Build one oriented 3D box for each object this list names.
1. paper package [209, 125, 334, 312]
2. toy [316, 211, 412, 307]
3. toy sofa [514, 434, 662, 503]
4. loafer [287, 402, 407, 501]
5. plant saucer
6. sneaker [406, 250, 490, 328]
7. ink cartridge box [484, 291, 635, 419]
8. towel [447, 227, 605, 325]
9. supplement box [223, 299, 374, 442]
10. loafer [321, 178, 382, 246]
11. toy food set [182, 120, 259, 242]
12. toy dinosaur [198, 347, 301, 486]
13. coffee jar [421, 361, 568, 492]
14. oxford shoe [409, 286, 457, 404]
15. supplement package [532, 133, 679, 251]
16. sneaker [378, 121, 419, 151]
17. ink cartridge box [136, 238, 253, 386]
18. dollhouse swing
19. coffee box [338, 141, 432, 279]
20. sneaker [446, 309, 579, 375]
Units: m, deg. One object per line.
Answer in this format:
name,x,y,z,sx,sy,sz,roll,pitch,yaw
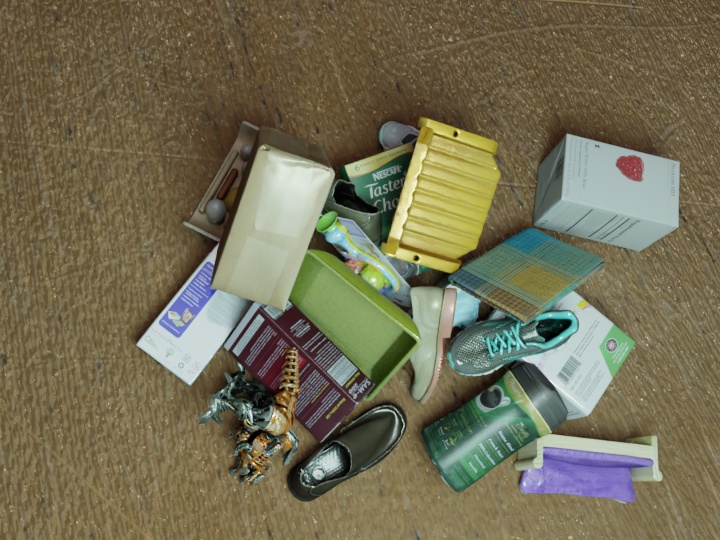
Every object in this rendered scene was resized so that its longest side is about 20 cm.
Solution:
paper package,-0.119,-0.077,0.948,0.102,0.191,0.202,18,106,-13
toy,0.000,0.000,1.012,0.047,0.115,0.200,-50,125,-19
toy sofa,0.336,0.288,1.048,0.198,0.083,0.099,8,71,-7
loafer,-0.011,0.260,1.005,0.199,0.071,0.073,-35,81,-17
plant saucer,-0.020,0.072,1.008,0.199,0.200,0.048,39,50,4
sneaker,0.160,0.047,1.108,0.199,0.074,0.082,-38,99,-14
ink cartridge box,0.296,0.108,1.095,0.200,0.084,0.145,40,72,4
towel,0.246,0.003,1.044,0.199,0.022,0.146,-29,43,-33
supplement box,-0.089,0.134,1.006,0.200,0.109,0.061,44,36,5
loafer,-0.038,-0.115,1.054,0.199,0.070,0.075,38,42,18
toy food set,-0.167,-0.121,1.102,0.142,0.060,0.201,26,71,0
toy dinosaur,-0.137,0.197,0.980,0.135,0.102,0.201,27,82,2
coffee jar,0.190,0.218,1.001,0.199,0.104,0.086,-35,110,6
oxford shoe,0.089,0.106,1.027,0.073,0.202,0.071,11,28,5
supplement package,0.404,-0.126,1.167,0.198,0.120,0.123,12,70,-6
sneaker,0.122,-0.193,1.129,0.199,0.140,0.078,38,71,3
ink cartridge box,-0.228,0.060,1.042,0.099,0.039,0.201,37,73,-3
dollhouse swing,0.124,-0.098,0.992,0.180,0.176,0.202,15,99,-13
coffee box,0.054,-0.087,1.108,0.122,0.044,0.202,-20,95,-14
sneaker,0.219,0.093,0.997,0.198,0.091,0.078,-17,77,-10
